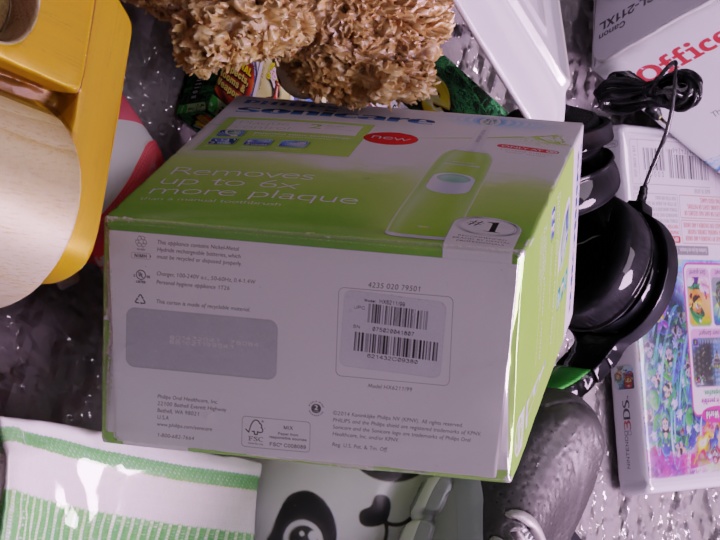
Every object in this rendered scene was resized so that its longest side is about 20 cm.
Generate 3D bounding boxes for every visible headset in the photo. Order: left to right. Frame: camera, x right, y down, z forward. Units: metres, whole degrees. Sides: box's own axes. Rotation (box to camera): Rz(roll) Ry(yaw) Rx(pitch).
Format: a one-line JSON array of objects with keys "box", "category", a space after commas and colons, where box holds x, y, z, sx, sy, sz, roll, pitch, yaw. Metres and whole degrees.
[{"box": [0.089, -0.026, 1.137, 0.200, 0.094, 0.124, -47, 121, -26], "category": "headset"}]

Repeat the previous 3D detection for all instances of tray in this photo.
[{"box": [0.063, -0.142, 1.105, 0.108, 0.022, 0.200, 54, 19, -28], "category": "tray"}]

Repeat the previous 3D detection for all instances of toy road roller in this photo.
[{"box": [-0.162, -0.091, 0.813, 0.123, 0.146, 0.201, 21, 71, -52], "category": "toy road roller"}]

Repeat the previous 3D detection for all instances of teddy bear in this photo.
[{"box": [-0.060, -0.117, 0.968, 0.200, 0.145, 0.067, 14, 113, -43], "category": "teddy bear"}]

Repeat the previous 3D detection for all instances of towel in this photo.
[{"box": [-0.085, 0.157, 0.858, 0.152, 0.023, 0.201, 15, 71, -52], "category": "towel"}]

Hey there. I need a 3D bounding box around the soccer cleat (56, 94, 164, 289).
[{"box": [-0.146, -0.026, 0.894, 0.200, 0.067, 0.077, -11, 77, -50], "category": "soccer cleat"}]

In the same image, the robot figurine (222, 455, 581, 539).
[{"box": [0.019, 0.118, 1.005, 0.200, 0.124, 0.151, 50, 37, -32], "category": "robot figurine"}]

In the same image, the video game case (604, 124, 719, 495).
[{"box": [0.191, 0.020, 1.298, 0.200, 0.024, 0.183, 1, 84, -50], "category": "video game case"}]

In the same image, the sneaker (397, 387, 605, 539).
[{"box": [0.052, 0.139, 0.886, 0.075, 0.115, 0.200, 45, 74, -37], "category": "sneaker"}]

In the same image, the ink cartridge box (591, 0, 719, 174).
[{"box": [0.232, -0.109, 1.245, 0.200, 0.145, 0.083, 36, 44, -32], "category": "ink cartridge box"}]

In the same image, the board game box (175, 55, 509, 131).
[{"box": [0.004, -0.063, 1.097, 0.200, 0.023, 0.105, 37, 56, -40], "category": "board game box"}]

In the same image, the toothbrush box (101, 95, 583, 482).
[{"box": [0.000, 0.000, 0.921, 0.200, 0.145, 0.086, -52, 146, -72], "category": "toothbrush box"}]
